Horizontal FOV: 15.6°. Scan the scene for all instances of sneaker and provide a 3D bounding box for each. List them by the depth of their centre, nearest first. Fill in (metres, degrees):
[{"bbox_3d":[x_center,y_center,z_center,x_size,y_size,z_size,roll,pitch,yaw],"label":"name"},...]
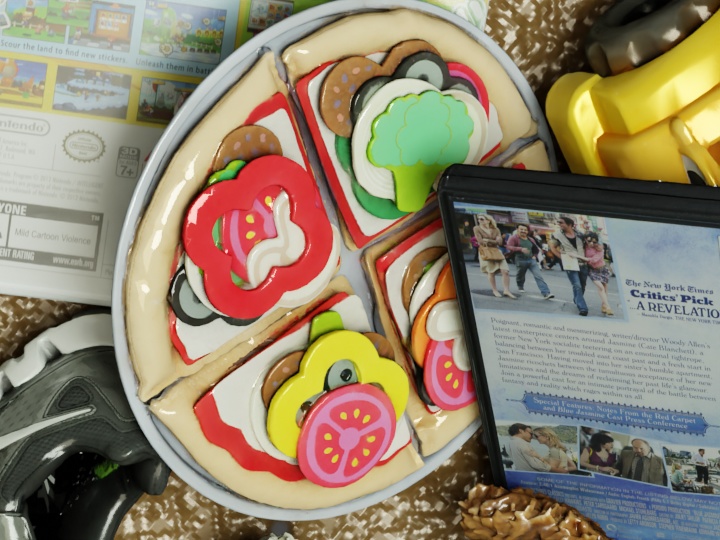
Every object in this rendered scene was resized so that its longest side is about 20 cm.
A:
[{"bbox_3d":[-0.148,0.103,0.976,0.200,0.091,0.067,-40,130,2],"label":"sneaker"}]

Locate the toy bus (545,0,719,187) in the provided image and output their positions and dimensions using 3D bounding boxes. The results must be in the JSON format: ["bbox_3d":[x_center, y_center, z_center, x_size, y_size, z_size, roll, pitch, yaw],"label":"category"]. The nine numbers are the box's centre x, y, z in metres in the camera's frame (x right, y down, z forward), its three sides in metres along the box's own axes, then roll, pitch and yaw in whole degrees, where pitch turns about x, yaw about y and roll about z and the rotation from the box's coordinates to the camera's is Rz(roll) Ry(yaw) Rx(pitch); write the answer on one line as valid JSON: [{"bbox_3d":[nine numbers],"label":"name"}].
[{"bbox_3d":[0.192,-0.059,0.931,0.200,0.192,0.136,-34,108,-7],"label":"toy bus"}]

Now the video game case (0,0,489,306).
[{"bbox_3d":[-0.056,-0.073,0.987,0.199,0.023,0.183,7,103,-9],"label":"video game case"}]

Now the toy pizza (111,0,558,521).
[{"bbox_3d":[0.000,0.000,0.963,0.199,0.032,0.201,-12,112,-32],"label":"toy pizza"}]

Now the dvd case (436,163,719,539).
[{"bbox_3d":[0.110,0.042,0.963,0.142,0.018,0.201,7,138,19],"label":"dvd case"}]

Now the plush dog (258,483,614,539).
[{"bbox_3d":[0.048,0.180,0.989,0.171,0.201,0.160,-34,144,26],"label":"plush dog"}]
